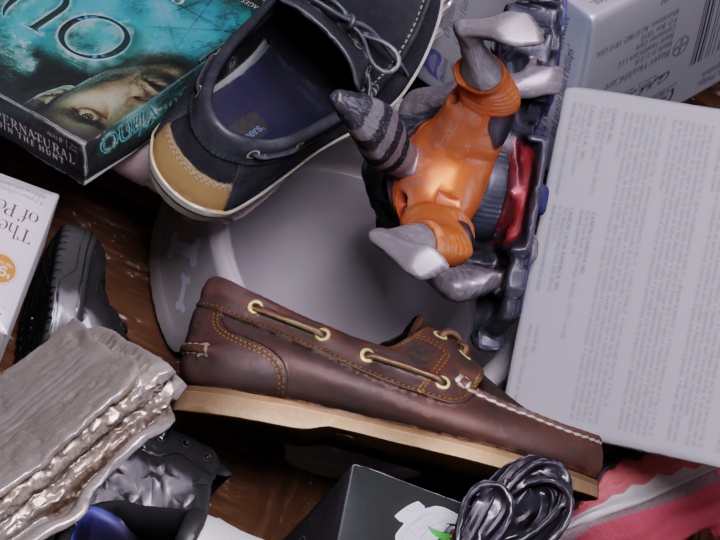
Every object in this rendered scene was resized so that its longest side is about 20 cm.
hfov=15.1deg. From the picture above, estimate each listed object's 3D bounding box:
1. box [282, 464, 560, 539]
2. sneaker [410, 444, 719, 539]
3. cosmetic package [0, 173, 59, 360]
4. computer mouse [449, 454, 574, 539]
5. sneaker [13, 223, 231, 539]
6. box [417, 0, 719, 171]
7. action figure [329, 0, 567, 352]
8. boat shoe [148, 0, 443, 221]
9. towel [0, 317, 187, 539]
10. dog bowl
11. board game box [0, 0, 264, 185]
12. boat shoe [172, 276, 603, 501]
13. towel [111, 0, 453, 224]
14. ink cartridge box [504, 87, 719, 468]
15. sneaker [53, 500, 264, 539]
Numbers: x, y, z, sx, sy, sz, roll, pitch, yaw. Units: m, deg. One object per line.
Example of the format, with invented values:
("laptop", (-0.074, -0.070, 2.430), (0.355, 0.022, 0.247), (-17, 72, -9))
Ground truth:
("box", (0.049, 0.202, 1.199), (0.199, 0.124, 0.149), (21, 55, -15))
("sneaker", (0.107, 0.122, 1.298), (0.199, 0.087, 0.074), (-17, 31, -22))
("cosmetic package", (-0.244, -0.026, 1.221), (0.199, 0.051, 0.083), (20, 58, -6))
("computer mouse", (0.100, 0.182, 1.131), (0.200, 0.053, 0.138), (39, 56, 14))
("sneaker", (-0.108, 0.082, 1.235), (0.104, 0.060, 0.201), (15, 62, -18))
("box", (0.100, -0.171, 1.404), (0.183, 0.105, 0.200), (-29, 55, -35))
("action figure", (0.040, -0.071, 1.223), (0.104, 0.193, 0.202), (9, 83, 0))
("boat shoe", (-0.020, -0.097, 1.230), (0.075, 0.062, 0.200), (43, 51, 4))
("towel", (-0.166, 0.096, 1.123), (0.200, 0.132, 0.035), (-38, 109, -12))
("dog bowl", (0.000, 0.000, 1.325), (0.199, 0.059, 0.201), (11, 59, -19))
("board game box", (-0.155, -0.123, 1.288), (0.199, 0.028, 0.135), (29, 49, 28))
("boat shoe", (0.017, 0.053, 1.215), (0.199, 0.070, 0.071), (15, 76, -8))
("towel", (-0.085, -0.114, 1.321), (0.199, 0.032, 0.191), (26, 49, 27))
("ink cartridge box", (0.174, 0.011, 1.239), (0.199, 0.047, 0.161), (11, 89, 25))
("sneaker", (-0.088, 0.154, 1.117), (0.115, 0.200, 0.081), (32, 42, -7))
